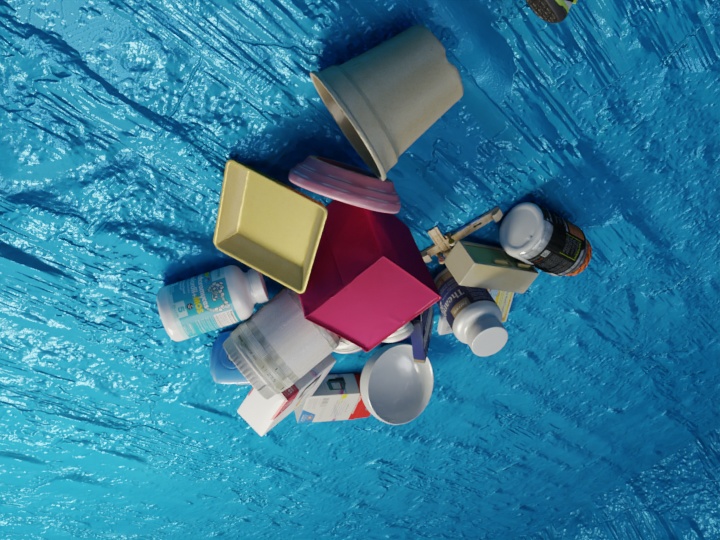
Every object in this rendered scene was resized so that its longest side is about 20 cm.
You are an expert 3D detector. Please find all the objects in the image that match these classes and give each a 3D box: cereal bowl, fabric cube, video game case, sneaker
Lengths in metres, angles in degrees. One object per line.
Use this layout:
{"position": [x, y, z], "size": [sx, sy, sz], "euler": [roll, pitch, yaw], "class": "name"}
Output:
{"position": [0.079, 0.274, 1.699], "size": [0.199, 0.083, 0.201], "euler": [-2, 94, -33], "class": "cereal bowl"}
{"position": [0.000, 0.000, 1.327], "size": [0.200, 0.200, 0.196], "euler": [-37, 137, 18], "class": "fabric cube"}
{"position": [0.282, 0.069, 1.653], "size": [0.181, 0.023, 0.201], "euler": [-10, 137, -12], "class": "video game case"}
{"position": [0.011, 0.117, 1.487], "size": [0.199, 0.075, 0.100], "euler": [-17, 107, 14], "class": "sneaker"}
{"position": [0.275, -0.469, 1.053], "size": [0.083, 0.072, 0.200], "euler": [-54, 135, 1], "class": "sneaker"}

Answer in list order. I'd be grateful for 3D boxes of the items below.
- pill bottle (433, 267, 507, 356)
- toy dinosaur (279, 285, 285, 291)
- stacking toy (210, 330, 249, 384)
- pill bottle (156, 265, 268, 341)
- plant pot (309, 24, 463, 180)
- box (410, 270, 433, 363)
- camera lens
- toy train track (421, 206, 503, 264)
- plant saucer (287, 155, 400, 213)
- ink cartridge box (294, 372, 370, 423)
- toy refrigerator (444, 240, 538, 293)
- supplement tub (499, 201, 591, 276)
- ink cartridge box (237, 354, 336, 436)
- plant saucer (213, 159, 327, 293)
{"position": [0.237, 0.087, 1.485], "size": [0.110, 0.200, 0.111], "euler": [-11, 130, -13], "class": "pill bottle"}
{"position": [-0.162, 0.116, 1.504], "size": [0.088, 0.048, 0.200], "euler": [-22, 143, -9], "class": "toy dinosaur"}
{"position": [-0.249, 0.215, 1.547], "size": [0.109, 0.117, 0.200], "euler": [-3, 158, 12], "class": "stacking toy"}
{"position": [-0.283, 0.057, 1.339], "size": [0.199, 0.111, 0.111], "euler": [-19, 139, -4], "class": "pill bottle"}
{"position": [0.052, -0.275, 1.076], "size": [0.183, 0.201, 0.201], "euler": [-35, 138, 1], "class": "plant pot"}
{"position": [0.139, 0.103, 1.558], "size": [0.032, 0.122, 0.201], "euler": [7, 141, 13], "class": "box"}
{"position": [-0.152, 0.138, 1.376], "size": [0.200, 0.160, 0.160], "euler": [-39, 139, -6], "class": "camera lens"}
{"position": [0.215, -0.069, 1.468], "size": [0.199, 0.033, 0.115], "euler": [-32, 138, 11], "class": "toy train track"}
{"position": [-0.022, -0.151, 1.177], "size": [0.200, 0.200, 0.051], "euler": [11, 103, -31], "class": "plant saucer"}
{"position": [-0.060, 0.322, 1.749], "size": [0.199, 0.067, 0.117], "euler": [1, 135, -24], "class": "ink cartridge box"}
{"position": [0.286, -0.008, 1.491], "size": [0.199, 0.076, 0.070], "euler": [9, 127, -35], "class": "toy refrigerator"}
{"position": [0.404, -0.061, 1.485], "size": [0.199, 0.123, 0.123], "euler": [21, 124, -37], "class": "supplement tub"}
{"position": [-0.163, 0.258, 1.547], "size": [0.200, 0.086, 0.148], "euler": [-31, 160, -52], "class": "ink cartridge box"}
{"position": [-0.156, -0.084, 1.224], "size": [0.199, 0.048, 0.201], "euler": [27, 130, 9], "class": "plant saucer"}
